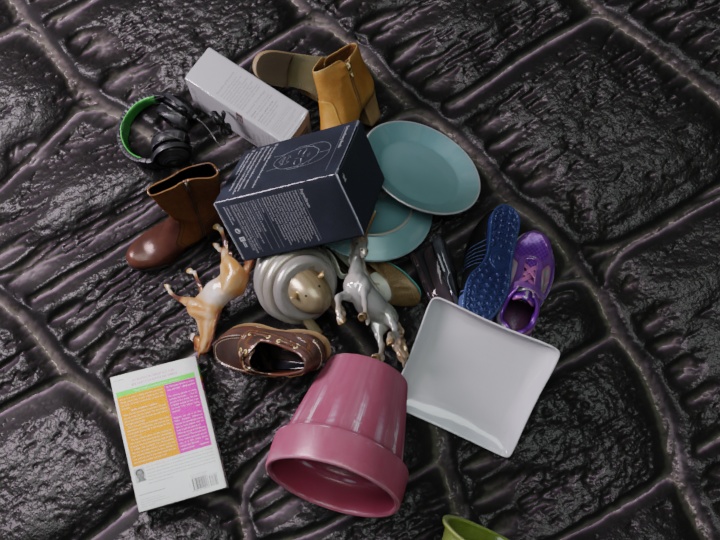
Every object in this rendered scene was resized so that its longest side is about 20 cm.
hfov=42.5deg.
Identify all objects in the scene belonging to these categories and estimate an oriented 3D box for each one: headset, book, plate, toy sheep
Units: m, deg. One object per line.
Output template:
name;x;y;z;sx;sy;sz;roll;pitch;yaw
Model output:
headset;-0.301;-0.229;1.477;0.198;0.094;0.125;4;75;14
book;-0.284;0.242;1.378;0.132;0.048;0.202;-14;76;-5
plate;0.094;-0.157;1.451;0.198;0.026;0.201;14;47;-15
plate;0.166;0.153;1.354;0.198;0.032;0.201;23;117;7
plate;0.015;-0.102;1.434;0.198;0.026;0.202;3;55;-4
toy sheep;-0.097;0.017;1.378;0.137;0.200;0.139;-9;108;-27

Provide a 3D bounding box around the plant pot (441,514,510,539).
plant pot;0.160;0.467;1.250;0.199;0.200;0.191;26;88;7

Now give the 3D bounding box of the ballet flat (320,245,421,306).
ballet flat;0.000;0.000;1.418;0.200;0.068;0.072;41;45;12

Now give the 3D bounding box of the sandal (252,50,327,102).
sandal;-0.079;-0.318;1.508;0.210;0.070;0.078;11;107;-24

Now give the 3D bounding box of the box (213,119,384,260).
box;-0.084;-0.115;1.332;0.198;0.108;0.149;-11;34;24

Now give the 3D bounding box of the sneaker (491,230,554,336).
sneaker;0.250;0.030;1.403;0.080;0.089;0.202;17;75;7

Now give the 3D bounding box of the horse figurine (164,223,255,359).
horse figurine;-0.219;0.019;1.409;0.200;0.050;0.133;-46;57;14

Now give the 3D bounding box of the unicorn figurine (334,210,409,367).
unicorn figurine;0.012;0.040;1.335;0.073;0.201;0.138;-11;36;16

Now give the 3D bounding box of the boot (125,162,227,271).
boot;-0.283;-0.074;1.380;0.187;0.200;0.069;-19;75;-4

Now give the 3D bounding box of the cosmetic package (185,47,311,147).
cosmetic package;-0.177;-0.259;1.480;0.199;0.102;0.074;32;76;10

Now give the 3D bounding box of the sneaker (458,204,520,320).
sneaker;0.189;-0.001;1.408;0.070;0.078;0.201;25;69;-9

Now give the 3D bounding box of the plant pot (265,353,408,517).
plant pot;-0.016;0.226;1.311;0.198;0.201;0.180;16;60;5

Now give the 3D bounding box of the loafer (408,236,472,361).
loafer;0.126;0.051;1.416;0.062;0.072;0.202;-18;74;16

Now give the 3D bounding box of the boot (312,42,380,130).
boot;-0.049;-0.247;1.439;0.070;0.145;0.202;16;57;39

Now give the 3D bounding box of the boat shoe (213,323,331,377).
boat shoe;-0.142;0.119;1.352;0.198;0.070;0.071;-5;108;32
